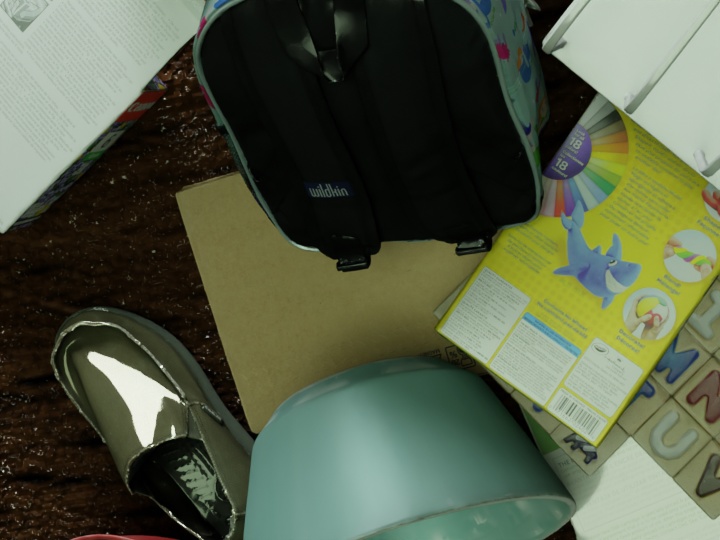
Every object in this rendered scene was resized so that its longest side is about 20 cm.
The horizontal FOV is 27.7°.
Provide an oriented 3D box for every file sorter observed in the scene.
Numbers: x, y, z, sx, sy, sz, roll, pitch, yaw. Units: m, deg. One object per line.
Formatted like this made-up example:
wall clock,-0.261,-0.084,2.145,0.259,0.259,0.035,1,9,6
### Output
file sorter,0.200,-0.098,0.685,0.200,0.125,0.139,40,105,3

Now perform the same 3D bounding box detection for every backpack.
backpack,0.007,-0.115,0.780,0.176,0.200,0.152,-6,57,19

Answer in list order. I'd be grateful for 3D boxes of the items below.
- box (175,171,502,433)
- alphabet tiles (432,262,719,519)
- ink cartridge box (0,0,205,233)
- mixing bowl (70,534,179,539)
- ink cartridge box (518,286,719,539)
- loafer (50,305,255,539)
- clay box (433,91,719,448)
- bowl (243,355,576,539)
box,0.000,0.000,0.904,0.199,0.021,0.165,-16,96,15
alphabet tiles,0.168,0.037,0.847,0.167,0.008,0.200,-45,79,3
ink cartridge box,-0.184,-0.130,0.912,0.200,0.050,0.109,-42,88,15
mixing bowl,-0.114,0.250,0.916,0.199,0.108,0.202,5,100,30
ink cartridge box,0.194,0.130,0.869,0.145,0.048,0.201,-26,79,16
loafer,-0.124,0.099,0.917,0.200,0.070,0.075,41,106,14
clay box,0.145,-0.014,0.828,0.115,0.048,0.201,36,91,11
bowl,0.016,0.120,0.849,0.200,0.201,0.106,-23,67,16
